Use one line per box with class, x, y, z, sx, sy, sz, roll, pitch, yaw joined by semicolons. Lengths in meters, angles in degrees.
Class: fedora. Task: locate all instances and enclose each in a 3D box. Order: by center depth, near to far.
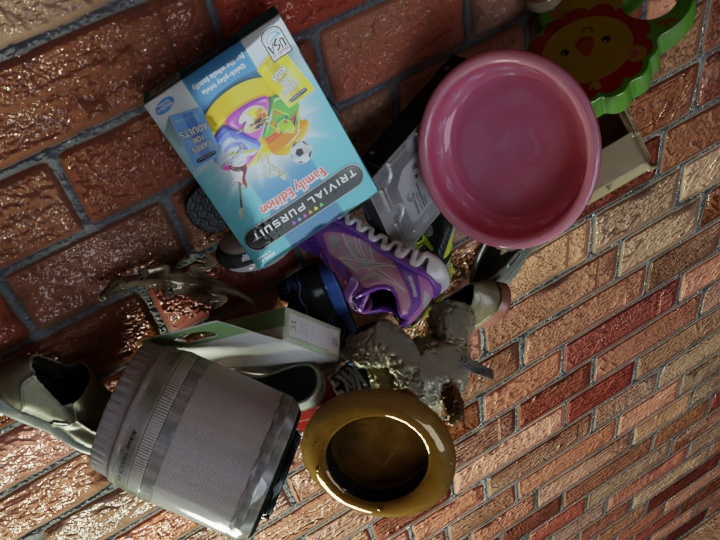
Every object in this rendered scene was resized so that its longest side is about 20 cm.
fedora;0.026;0.205;0.963;0.195;0.082;0.205;7;121;11

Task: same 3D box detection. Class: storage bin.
storage bin;0.243;-0.114;0.954;0.198;0.095;0.198;-30;176;23

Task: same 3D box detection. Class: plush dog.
plush dog;0.070;0.150;1.059;0.196;0.163;0.172;-15;158;-28

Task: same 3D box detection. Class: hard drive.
hard drive;0.077;-0.129;0.929;0.201;0.037;0.141;-48;142;-16

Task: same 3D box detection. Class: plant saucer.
plant saucer;0.157;-0.127;0.838;0.051;0.199;0.204;-29;148;-55

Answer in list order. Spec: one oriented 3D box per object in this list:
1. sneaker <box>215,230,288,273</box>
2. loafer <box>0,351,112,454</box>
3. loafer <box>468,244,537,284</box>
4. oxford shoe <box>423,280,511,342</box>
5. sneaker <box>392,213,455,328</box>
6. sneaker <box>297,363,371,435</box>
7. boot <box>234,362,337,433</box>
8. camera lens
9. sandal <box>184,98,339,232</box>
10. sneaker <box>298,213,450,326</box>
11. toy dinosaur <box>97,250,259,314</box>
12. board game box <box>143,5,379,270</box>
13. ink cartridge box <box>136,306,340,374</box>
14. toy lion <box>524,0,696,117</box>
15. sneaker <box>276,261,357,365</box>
sneaker;-0.083;-0.078;0.883;0.199;0.074;0.081;-39;137;-13
loafer;-0.318;0.149;0.896;0.069;0.076;0.199;-33;142;18
loafer;0.216;-0.049;1.125;0.069;0.070;0.203;-7;131;-42
oxford shoe;0.130;0.072;1.161;0.073;0.072;0.200;15;136;-29
sneaker;0.091;-0.013;1.074;0.075;0.076;0.203;-23;147;-33
sneaker;-0.031;0.167;1.119;0.200;0.070;0.108;-44;158;10
boot;-0.112;0.184;1.022;0.195;0.074;0.145;-10;147;19
camera lens;-0.171;0.184;0.869;0.196;0.161;0.162;24;119;-2
sandal;-0.108;-0.121;0.840;0.199;0.045;0.075;-38;118;16
sneaker;0.000;0.000;0.913;0.090;0.197;0.081;-58;159;-20
toy dinosaur;-0.182;0.013;0.875;0.196;0.100;0.060;7;83;-32
board game box;-0.092;-0.124;0.781;0.149;0.047;0.202;-32;118;2
ink cartridge box;-0.138;0.075;0.933;0.143;0.049;0.198;-14;152;36
toy lion;0.266;-0.254;0.860;0.196;0.195;0.069;-20;144;15
sneaker;-0.049;0.065;1.041;0.076;0.071;0.202;-20;138;-1
